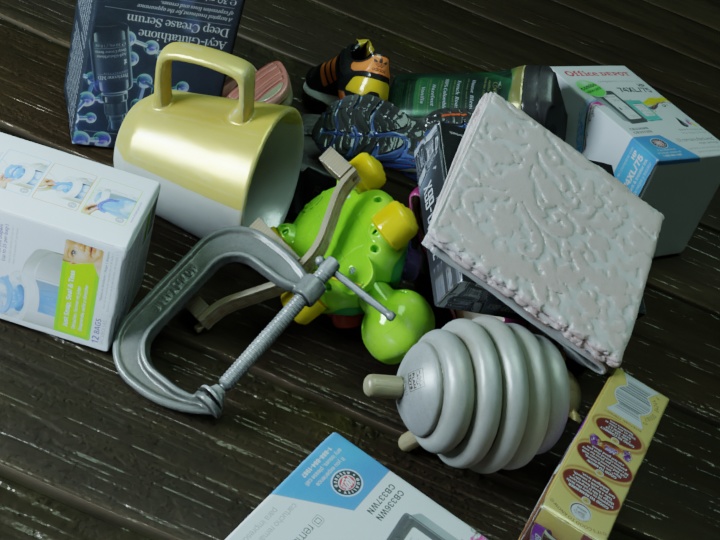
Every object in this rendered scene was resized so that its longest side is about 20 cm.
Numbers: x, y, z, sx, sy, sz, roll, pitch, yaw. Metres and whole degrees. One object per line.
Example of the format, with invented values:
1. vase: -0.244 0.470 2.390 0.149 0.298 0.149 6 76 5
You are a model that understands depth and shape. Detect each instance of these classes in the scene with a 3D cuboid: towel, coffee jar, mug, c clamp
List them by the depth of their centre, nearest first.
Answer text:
1. c clamp: -0.097 0.044 0.905 0.170 0.027 0.200 41 70 18
2. towel: 0.158 -0.036 0.932 0.199 0.032 0.192 34 51 -9
3. mug: -0.145 -0.120 1.050 0.151 0.189 0.149 18 14 12
4. coffee jar: 0.136 -0.179 1.264 0.197 0.104 0.087 -1 64 21

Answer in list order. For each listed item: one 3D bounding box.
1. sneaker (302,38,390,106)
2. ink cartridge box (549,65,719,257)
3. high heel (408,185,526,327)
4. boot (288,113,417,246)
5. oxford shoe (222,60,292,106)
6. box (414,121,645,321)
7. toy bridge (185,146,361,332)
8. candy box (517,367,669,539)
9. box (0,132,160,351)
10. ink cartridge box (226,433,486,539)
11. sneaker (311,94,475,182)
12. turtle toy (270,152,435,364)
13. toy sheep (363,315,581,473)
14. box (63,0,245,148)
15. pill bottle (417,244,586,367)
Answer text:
1. sneaker: -0.009 -0.230 1.299 0.069 0.091 0.200 14 15 -23
2. ink cartridge box: 0.304 -0.131 1.316 0.145 0.147 0.200 -8 43 -36
3. high heel: 0.095 0.017 1.003 0.096 0.067 0.203 -2 78 -62
4. boot: -0.008 -0.108 1.192 0.198 0.070 0.174 25 33 6
5. oxford shoe: -0.102 -0.173 1.165 0.070 0.074 0.200 -35 20 -7
6. box: 0.149 -0.035 0.978 0.197 0.050 0.160 11 57 -26
7. toy bridge: -0.072 -0.017 0.968 0.200 0.027 0.067 -45 62 -7
8. candy box: 0.171 0.176 0.856 0.056 0.118 0.200 29 35 12
9. box: -0.279 -0.032 0.906 0.197 0.114 0.102 18 36 -4
10. ink cartridge box: 0.009 0.235 0.650 0.198 0.147 0.146 32 36 15
11. sneaker: 0.043 -0.124 1.133 0.197 0.079 0.076 11 65 15
12. turtle toy: 0.000 0.000 1.006 0.101 0.145 0.201 44 11 -47
13. toy sheep: 0.093 0.101 0.894 0.197 0.139 0.139 0 39 -24
14. box: -0.217 -0.234 1.135 0.146 0.202 0.108 3 39 -23
15. pill bottle: 0.164 0.001 1.092 0.199 0.114 0.113 32 36 18
